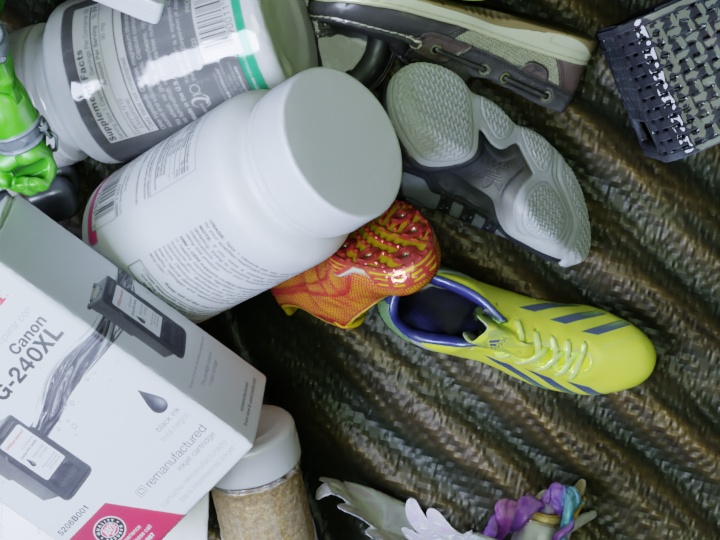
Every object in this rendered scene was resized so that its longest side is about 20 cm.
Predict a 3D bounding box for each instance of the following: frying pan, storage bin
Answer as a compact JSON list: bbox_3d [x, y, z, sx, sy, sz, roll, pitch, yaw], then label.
[{"bbox_3d":[-0.046,-0.132,1.110,0.114,0.031,0.191,25,94,0],"label":"frying pan"},{"bbox_3d":[0.264,-0.153,1.040,0.199,0.135,0.094,-22,96,4],"label":"storage bin"}]

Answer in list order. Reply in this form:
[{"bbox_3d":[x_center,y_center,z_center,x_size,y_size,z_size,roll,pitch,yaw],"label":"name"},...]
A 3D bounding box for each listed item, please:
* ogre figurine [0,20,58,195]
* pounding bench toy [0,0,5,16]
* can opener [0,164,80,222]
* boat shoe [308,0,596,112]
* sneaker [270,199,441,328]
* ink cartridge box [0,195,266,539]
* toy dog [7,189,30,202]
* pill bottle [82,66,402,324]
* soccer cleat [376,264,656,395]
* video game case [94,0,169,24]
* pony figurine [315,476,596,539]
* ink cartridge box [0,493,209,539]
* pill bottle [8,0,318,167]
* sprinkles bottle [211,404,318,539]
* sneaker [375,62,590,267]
[{"bbox_3d":[-0.266,-0.121,0.924,0.200,0.098,0.120,38,141,17],"label":"ogre figurine"},{"bbox_3d":[-0.274,-0.205,1.037,0.200,0.156,0.124,47,128,-4],"label":"pounding bench toy"},{"bbox_3d":[-0.287,-0.024,1.123,0.199,0.053,0.067,-21,127,5],"label":"can opener"},{"bbox_3d":[0.058,-0.148,1.071,0.199,0.072,0.067,9,102,-14],"label":"boat shoe"},{"bbox_3d":[0.000,0.000,1.050,0.073,0.200,0.078,-35,107,-21],"label":"sneaker"},{"bbox_3d":[-0.181,0.074,0.987,0.200,0.084,0.145,37,114,-16],"label":"ink cartridge box"},{"bbox_3d":[-0.213,0.033,1.082,0.199,0.096,0.133,29,67,-7],"label":"toy dog"},{"bbox_3d":[-0.074,-0.043,0.995,0.199,0.113,0.114,-25,96,43],"label":"pill bottle"},{"bbox_3d":[0.105,0.045,1.094,0.199,0.084,0.065,17,97,0],"label":"soccer cleat"},{"bbox_3d":[-0.167,-0.241,1.022,0.142,0.201,0.018,21,132,-5],"label":"video game case"},{"bbox_3d":[0.067,0.221,1.092,0.192,0.166,0.202,20,86,-30],"label":"pony figurine"},{"bbox_3d":[-0.199,0.142,1.123,0.198,0.067,0.118,3,95,2],"label":"ink cartridge box"},{"bbox_3d":[-0.137,-0.135,1.056,0.198,0.113,0.114,-13,96,17],"label":"pill bottle"},{"bbox_3d":[-0.059,0.193,1.098,0.068,0.068,0.202,-10,113,3],"label":"sprinkles bottle"},{"bbox_3d":[0.063,-0.058,1.091,0.113,0.076,0.200,-22,133,42],"label":"sneaker"}]
